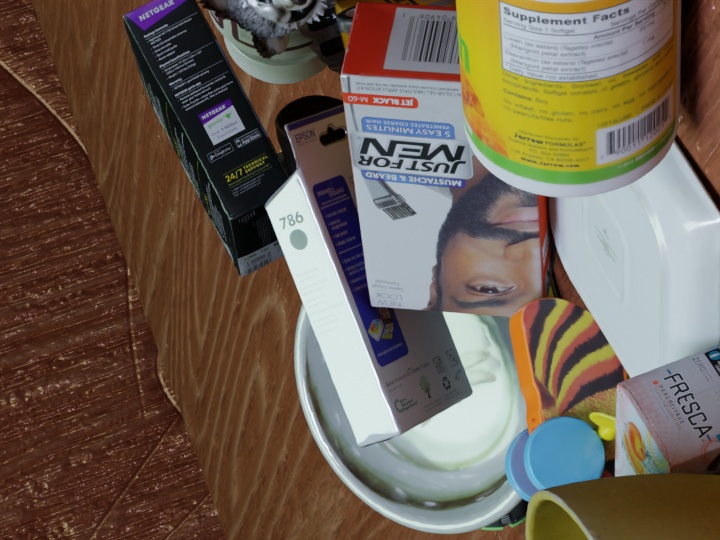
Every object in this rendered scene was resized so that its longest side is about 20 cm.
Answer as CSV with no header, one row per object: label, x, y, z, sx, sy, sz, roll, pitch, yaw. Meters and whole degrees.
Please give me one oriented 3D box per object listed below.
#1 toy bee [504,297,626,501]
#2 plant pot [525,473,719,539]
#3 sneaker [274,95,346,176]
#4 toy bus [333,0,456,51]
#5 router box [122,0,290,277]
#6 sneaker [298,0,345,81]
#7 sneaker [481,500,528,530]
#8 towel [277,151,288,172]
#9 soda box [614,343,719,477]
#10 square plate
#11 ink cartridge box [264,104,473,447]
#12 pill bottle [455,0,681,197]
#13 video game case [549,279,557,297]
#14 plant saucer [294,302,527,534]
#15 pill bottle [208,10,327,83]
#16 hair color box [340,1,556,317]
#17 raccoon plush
toy bee,0.139,0.118,1.611,0.131,0.108,0.202,-128,41,-74
plant pot,0.184,0.180,1.363,0.200,0.141,0.201,161,90,-78
sneaker,0.030,-0.046,1.813,0.199,0.073,0.085,30,142,37
toy bus,0.038,-0.129,1.723,0.200,0.078,0.066,-133,28,-64
router box,-0.094,-0.087,1.797,0.150,0.051,0.200,62,175,9
sneaker,0.018,-0.124,1.882,0.081,0.075,0.201,-76,-30,-64
sneaker,0.058,0.080,1.840,0.084,0.076,0.201,121,127,-73
towel,0.010,-0.005,1.943,0.152,0.023,0.201,-29,-82,-59
soda box,0.180,0.133,1.493,0.201,0.068,0.064,85,161,-49
square plate,0.145,-0.021,1.521,0.199,0.028,0.200,84,163,-46
ink cartridge box,0.000,0.000,1.696,0.099,0.039,0.201,-22,-87,-57
pill bottle,0.101,-0.142,1.337,0.201,0.110,0.111,84,163,-46
video game case,0.106,0.066,1.835,0.200,0.025,0.182,-159,52,-75
plant saucer,0.049,0.067,1.777,0.199,0.050,0.202,12,110,33
pill bottle,-0.059,-0.218,1.949,0.200,0.109,0.110,87,162,-67
hair color box,0.054,-0.060,1.593,0.201,0.110,0.064,81,-163,-50
raccoon plush,-0.040,-0.219,1.794,0.097,0.134,0.200,39,-166,-9
